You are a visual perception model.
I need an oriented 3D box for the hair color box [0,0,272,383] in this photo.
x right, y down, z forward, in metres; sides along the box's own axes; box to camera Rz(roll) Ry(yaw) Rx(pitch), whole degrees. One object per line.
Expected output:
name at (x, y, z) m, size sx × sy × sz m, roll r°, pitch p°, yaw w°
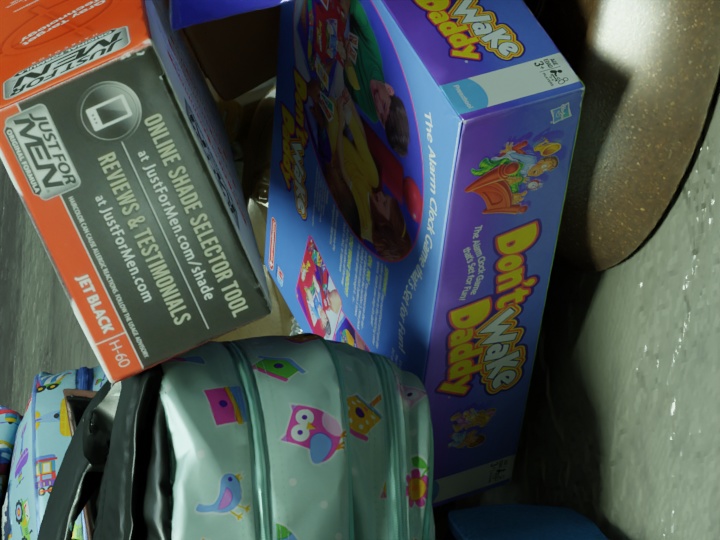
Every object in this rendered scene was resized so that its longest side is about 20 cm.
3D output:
hair color box at (-0.084, -0.052, 0.905) m, size 0.200 × 0.061 × 0.102 m, roll -112°, pitch -1°, yaw -69°

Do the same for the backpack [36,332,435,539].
backpack at (-0.038, 0.121, 0.883) m, size 0.167 × 0.126 × 0.201 m, roll 168°, pitch 103°, yaw -70°

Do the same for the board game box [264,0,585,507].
board game box at (0.016, -0.030, 0.927) m, size 0.201 × 0.045 × 0.135 m, roll 97°, pitch 151°, yaw -48°

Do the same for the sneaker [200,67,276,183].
sneaker at (-0.079, -0.068, 1.165) m, size 0.200 × 0.087 × 0.076 m, roll -4°, pitch -64°, yaw -68°

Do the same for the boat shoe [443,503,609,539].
boat shoe at (0.067, 0.127, 0.816) m, size 0.200 × 0.084 × 0.069 m, roll -87°, pitch -2°, yaw -80°

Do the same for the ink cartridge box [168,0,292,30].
ink cartridge box at (0.021, -0.189, 0.859) m, size 0.043 × 0.199 × 0.199 m, roll 46°, pitch -143°, yaw -60°

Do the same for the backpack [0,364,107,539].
backpack at (-0.127, 0.131, 1.263) m, size 0.200 × 0.134 × 0.183 m, roll 100°, pitch 169°, yaw -63°

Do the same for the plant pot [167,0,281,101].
plant pot at (-0.032, -0.185, 1.008) m, size 0.200 × 0.140 × 0.201 m, roll -25°, pitch -90°, yaw -88°

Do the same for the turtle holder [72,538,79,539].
turtle holder at (-0.096, 0.201, 1.000) m, size 0.186 × 0.131 × 0.142 m, roll 111°, pitch 154°, yaw -55°

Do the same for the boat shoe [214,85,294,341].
boat shoe at (-0.025, 0.009, 1.160) m, size 0.064 × 0.071 × 0.201 m, roll -28°, pitch -43°, yaw -64°

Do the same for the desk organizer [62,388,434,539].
desk organizer at (-0.059, 0.095, 1.055) m, size 0.200 × 0.077 × 0.072 m, roll -1°, pitch 66°, yaw 60°

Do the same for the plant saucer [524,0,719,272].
plant saucer at (0.072, -0.101, 0.908) m, size 0.200 × 0.036 × 0.202 m, roll -174°, pitch 90°, yaw -72°

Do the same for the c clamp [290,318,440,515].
c clamp at (0.000, 0.000, 1.071) m, size 0.171 × 0.027 × 0.201 m, roll 26°, pitch 113°, yaw 48°
